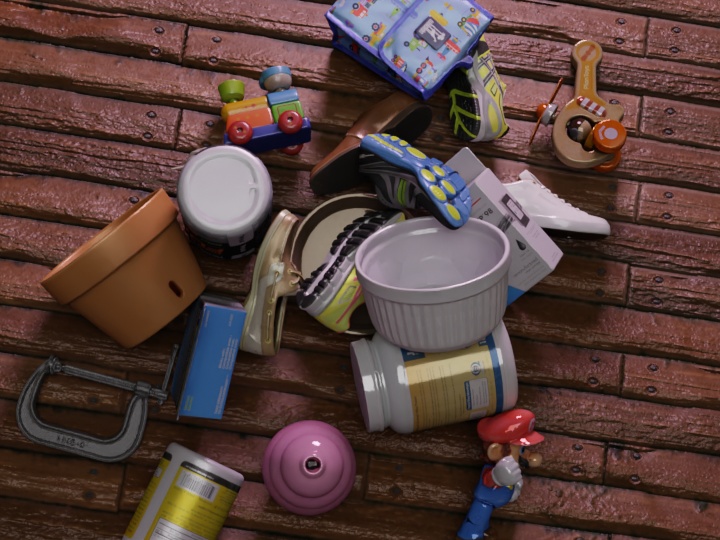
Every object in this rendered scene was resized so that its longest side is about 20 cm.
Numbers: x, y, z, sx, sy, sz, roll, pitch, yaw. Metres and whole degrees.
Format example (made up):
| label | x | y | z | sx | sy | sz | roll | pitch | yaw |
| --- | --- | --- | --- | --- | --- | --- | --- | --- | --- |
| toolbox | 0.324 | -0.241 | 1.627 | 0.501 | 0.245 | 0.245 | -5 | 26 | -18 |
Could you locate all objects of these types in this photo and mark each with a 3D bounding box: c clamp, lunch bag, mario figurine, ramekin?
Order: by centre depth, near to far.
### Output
| label | x | y | z | sx | sy | sz | roll | pitch | yaw |
| --- | --- | --- | --- | --- | --- | --- | --- | --- | --- |
| ramekin | 0.097 | 0.019 | 1.634 | 0.200 | 0.200 | 0.105 | -11 | 120 | -6 |
| mario figurine | 0.194 | 0.277 | 1.659 | 0.106 | 0.123 | 0.200 | 10 | 106 | -23 |
| c clamp | -0.357 | 0.168 | 1.711 | 0.200 | 0.027 | 0.171 | 10 | 85 | -4 |
| lunch bag | 0.076 | -0.335 | 1.771 | 0.200 | 0.094 | 0.151 | 38 | 80 | 17 |

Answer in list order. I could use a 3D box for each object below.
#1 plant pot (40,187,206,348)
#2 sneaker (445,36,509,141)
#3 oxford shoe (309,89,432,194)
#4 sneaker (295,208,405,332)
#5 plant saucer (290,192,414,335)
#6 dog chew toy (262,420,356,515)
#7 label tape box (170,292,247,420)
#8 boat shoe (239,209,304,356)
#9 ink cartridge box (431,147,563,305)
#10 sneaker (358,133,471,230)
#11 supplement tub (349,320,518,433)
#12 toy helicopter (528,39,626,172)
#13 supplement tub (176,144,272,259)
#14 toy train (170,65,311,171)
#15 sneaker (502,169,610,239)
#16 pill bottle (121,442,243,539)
| label | x | y | z | sx | sy | sz | roll | pitch | yaw |
| --- | --- | --- | --- | --- | --- | --- | --- | --- | --- |
| plant pot | -0.296 | 0.006 | 1.667 | 0.200 | 0.200 | 0.140 | -40 | 101 | -10 |
| sneaker | 0.163 | -0.274 | 1.810 | 0.076 | 0.075 | 0.200 | 6 | 74 | -36 |
| oxford shoe | 0.004 | -0.180 | 1.785 | 0.200 | 0.071 | 0.071 | -36 | 54 | -6 |
| sneaker | 0.000 | 0.000 | 1.718 | 0.200 | 0.078 | 0.090 | -49 | 116 | -18 |
| plant saucer | -0.001 | -0.008 | 1.762 | 0.200 | 0.029 | 0.201 | 1 | 80 | -3 |
| dog chew toy | -0.065 | 0.251 | 1.625 | 0.124 | 0.200 | 0.125 | 1 | 80 | -3 |
| label tape box | -0.193 | 0.111 | 1.625 | 0.063 | 0.200 | 0.145 | 13 | 93 | -12 |
| boat shoe | -0.111 | 0.019 | 1.713 | 0.066 | 0.074 | 0.200 | 19 | 99 | 12 |
| ink cartridge box | 0.163 | -0.053 | 1.724 | 0.200 | 0.067 | 0.116 | 48 | 121 | -2 |
| sneaker | 0.071 | -0.110 | 1.695 | 0.071 | 0.083 | 0.200 | -17 | 43 | -42 |
| supplement tub | 0.096 | 0.135 | 1.685 | 0.200 | 0.145 | 0.145 | -11 | 81 | -6 |
| toy helicopter | 0.310 | -0.239 | 1.815 | 0.132 | 0.079 | 0.200 | 4 | 69 | 6 |
| supplement tub | -0.176 | -0.084 | 1.676 | 0.122 | 0.200 | 0.123 | 1 | 79 | -4 |
| toy train | -0.176 | -0.212 | 1.763 | 0.200 | 0.085 | 0.116 | -12 | 71 | -6 |
| sneaker | 0.255 | -0.095 | 1.773 | 0.200 | 0.073 | 0.085 | 12 | 82 | -1 |
| pill bottle | -0.241 | 0.334 | 1.643 | 0.111 | 0.111 | 0.200 | 26 | 79 | 1 |
